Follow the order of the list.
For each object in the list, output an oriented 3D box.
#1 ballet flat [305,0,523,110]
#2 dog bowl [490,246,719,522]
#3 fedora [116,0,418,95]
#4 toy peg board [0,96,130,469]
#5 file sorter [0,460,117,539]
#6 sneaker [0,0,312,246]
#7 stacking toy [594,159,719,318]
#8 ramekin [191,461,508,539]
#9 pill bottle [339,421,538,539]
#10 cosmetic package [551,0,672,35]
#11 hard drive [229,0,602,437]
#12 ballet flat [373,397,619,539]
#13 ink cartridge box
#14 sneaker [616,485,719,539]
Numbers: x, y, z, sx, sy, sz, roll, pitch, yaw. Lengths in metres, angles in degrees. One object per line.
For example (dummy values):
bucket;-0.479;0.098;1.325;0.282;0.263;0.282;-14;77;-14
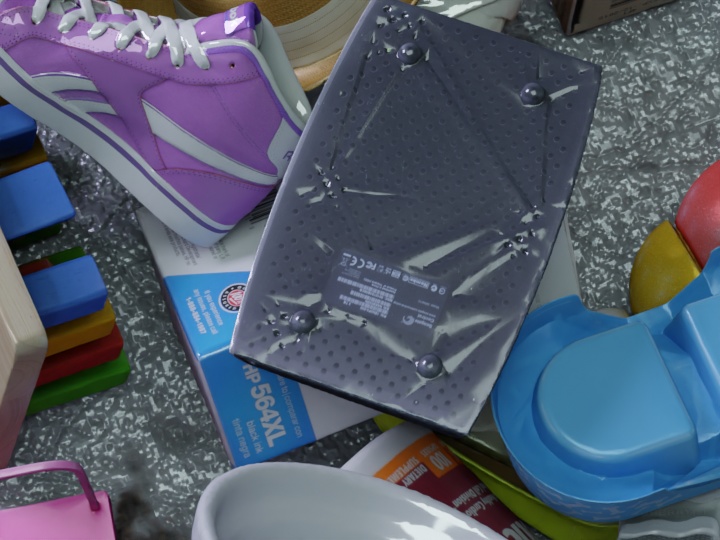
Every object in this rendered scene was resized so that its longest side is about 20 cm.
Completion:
ballet flat;0.028;-0.126;1.333;0.199;0.069;0.070;-26;74;1
dog bowl;0.158;0.058;1.222;0.199;0.050;0.112;-17;63;-11
fedora;-0.053;-0.180;1.302;0.199;0.082;0.202;-12;51;16
toy peg board;-0.183;-0.024;1.288;0.097;0.199;0.201;-19;73;-22
file sorter;-0.182;0.208;1.243;0.138;0.126;0.201;-11;73;-3
sneaker;-0.110;-0.114;1.228;0.200;0.073;0.114;37;118;-19
stacking toy;0.194;0.007;1.326;0.199;0.146;0.147;-35;75;9
ramekin;0.004;0.179;1.116;0.199;0.200;0.098;26;109;8
pill bottle;0.057;0.183;1.257;0.114;0.114;0.200;-43;78;-12
cosmetic package;0.122;-0.249;1.399;0.087;0.103;0.201;-18;72;-7
hard drive;0.029;-0.025;1.206;0.134;0.042;0.201;18;71;9
ballet flat;0.094;0.097;1.308;0.199;0.067;0.067;25;73;7
ink cartridge box;0.000;0.000;1.297;0.199;0.085;0.146;-20;36;-6
sneaker;0.161;0.138;1.255;0.074;0.082;0.200;6;37;20
